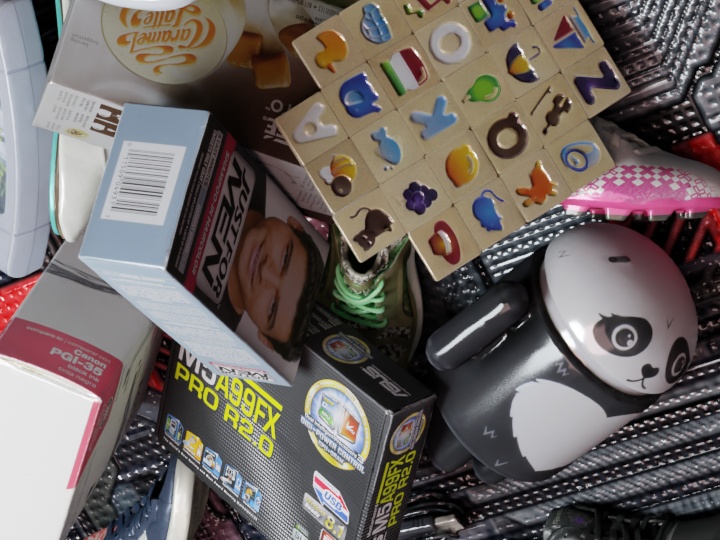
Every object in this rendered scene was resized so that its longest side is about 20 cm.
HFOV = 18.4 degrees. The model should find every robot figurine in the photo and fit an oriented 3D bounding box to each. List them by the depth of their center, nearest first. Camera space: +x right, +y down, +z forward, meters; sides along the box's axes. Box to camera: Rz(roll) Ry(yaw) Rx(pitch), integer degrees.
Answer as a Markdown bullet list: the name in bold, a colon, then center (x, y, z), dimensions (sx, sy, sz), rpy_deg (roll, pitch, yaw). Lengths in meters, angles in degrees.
- **robot figurine**: center (0.124, 0.058, 1.421), dimensions (0.200, 0.150, 0.125), rpy_deg (-40, 87, 31)

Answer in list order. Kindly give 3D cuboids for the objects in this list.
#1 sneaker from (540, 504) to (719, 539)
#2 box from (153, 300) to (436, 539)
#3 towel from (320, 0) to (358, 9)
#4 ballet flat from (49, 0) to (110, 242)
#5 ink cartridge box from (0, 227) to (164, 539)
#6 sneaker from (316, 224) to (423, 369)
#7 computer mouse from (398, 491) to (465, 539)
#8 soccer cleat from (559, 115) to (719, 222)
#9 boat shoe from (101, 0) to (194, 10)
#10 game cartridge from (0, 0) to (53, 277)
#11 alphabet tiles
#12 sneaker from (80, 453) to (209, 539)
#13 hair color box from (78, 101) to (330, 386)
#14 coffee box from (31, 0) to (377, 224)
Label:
- **sneaker**: center (0.168, 0.196, 1.515), dimensions (0.200, 0.076, 0.088), rpy_deg (-29, 99, 29)
- **box**: center (-0.048, 0.097, 1.469), dimensions (0.200, 0.044, 0.161), rpy_deg (38, 130, 31)
- **towel**: center (-0.005, -0.245, 1.355), dimensions (0.148, 0.037, 0.201), rpy_deg (3, 117, 16)
- **ballet flat**: center (-0.163, -0.118, 1.412), dimensions (0.069, 0.069, 0.201), rpy_deg (-6, 75, 21)
- **ink cartridge box**: center (-0.194, 0.072, 1.493), dimensions (0.083, 0.200, 0.147), rpy_deg (21, 122, 2)
- **sneaker**: center (0.000, 0.000, 1.445), dimensions (0.077, 0.089, 0.201), rpy_deg (12, 113, 15)
- **computer mouse**: center (-0.020, 0.124, 1.549), dimensions (0.138, 0.053, 0.201), rpy_deg (-12, 113, 25)
- **soccer cleat**: center (0.132, -0.075, 1.383), dimensions (0.199, 0.070, 0.087), rpy_deg (3, 91, 6)
- **boat shoe**: center (-0.174, -0.217, 1.301), dimensions (0.200, 0.074, 0.067), rpy_deg (28, 165, 23)
- **game cartridge**: center (-0.255, -0.100, 1.483), dimensions (0.133, 0.041, 0.201), rpy_deg (25, 126, 36)
- **alphabet tiles**: center (0.057, -0.099, 1.334), dimensions (0.200, 0.006, 0.167), rpy_deg (-32, 92, -11)
- **sneaker**: center (-0.166, 0.199, 1.625), dimensions (0.084, 0.075, 0.201), rpy_deg (19, 122, 3)
- **hair color box**: center (-0.089, -0.012, 1.334), dimensions (0.060, 0.099, 0.200), rpy_deg (8, 161, 23)
- **coffee box**: center (-0.086, -0.117, 1.363), dimensions (0.199, 0.115, 0.080), rpy_deg (19, 159, -10)
